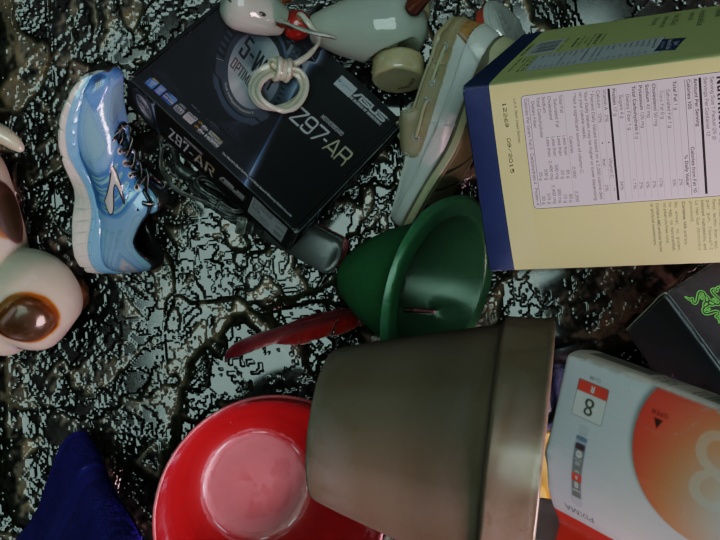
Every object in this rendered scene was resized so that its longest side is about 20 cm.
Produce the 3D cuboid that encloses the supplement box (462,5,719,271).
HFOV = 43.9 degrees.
[{"bbox_3d":[0.202,-0.103,0.653,0.197,0.200,0.136,-2,113,25],"label":"supplement box"}]

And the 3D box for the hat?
[{"bbox_3d":[0.000,0.000,0.821,0.174,0.199,0.168,18,119,36],"label":"hat"}]

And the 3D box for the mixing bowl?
[{"bbox_3d":[-0.086,0.204,0.792,0.197,0.108,0.204,0,90,-15],"label":"mixing bowl"}]

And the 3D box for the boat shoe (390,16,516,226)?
[{"bbox_3d":[0.070,-0.128,0.801,0.068,0.074,0.202,35,118,17],"label":"boat shoe"}]

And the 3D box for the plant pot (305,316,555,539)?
[{"bbox_3d":[0.055,0.127,0.680,0.171,0.200,0.204,7,90,12],"label":"plant pot"}]

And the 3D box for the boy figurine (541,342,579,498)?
[{"bbox_3d":[0.181,0.172,0.819,0.122,0.064,0.204,-11,87,-9],"label":"boy figurine"}]

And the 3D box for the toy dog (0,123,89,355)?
[{"bbox_3d":[-0.335,-0.015,0.804,0.193,0.140,0.201,-38,96,4],"label":"toy dog"}]

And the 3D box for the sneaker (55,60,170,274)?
[{"bbox_3d":[-0.208,-0.087,0.795,0.088,0.079,0.203,9,123,10],"label":"sneaker"}]

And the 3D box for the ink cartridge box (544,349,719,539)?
[{"bbox_3d":[0.190,0.173,0.598,0.050,0.161,0.203,8,98,-43],"label":"ink cartridge box"}]

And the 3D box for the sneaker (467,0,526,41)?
[{"bbox_3d":[0.139,-0.144,0.832,0.081,0.077,0.202,-21,97,33],"label":"sneaker"}]

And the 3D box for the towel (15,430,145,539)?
[{"bbox_3d":[-0.244,0.248,0.773,0.049,0.200,0.149,24,94,-33],"label":"towel"}]

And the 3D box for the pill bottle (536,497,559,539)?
[{"bbox_3d":[0.156,0.310,0.768,0.114,0.116,0.203,-8,113,1],"label":"pill bottle"}]

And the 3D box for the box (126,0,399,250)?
[{"bbox_3d":[-0.084,-0.143,0.807,0.200,0.044,0.160,43,64,2],"label":"box"}]

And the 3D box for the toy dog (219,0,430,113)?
[{"bbox_3d":[-0.015,-0.225,0.782,0.197,0.096,0.134,-13,74,-22],"label":"toy dog"}]

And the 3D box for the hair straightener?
[{"bbox_3d":[-0.103,-0.059,0.821,0.198,0.077,0.041,34,100,1],"label":"hair straightener"}]

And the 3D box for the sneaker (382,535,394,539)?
[{"bbox_3d":[0.042,0.291,0.822,0.077,0.087,0.202,14,111,-21],"label":"sneaker"}]

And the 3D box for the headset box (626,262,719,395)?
[{"bbox_3d":[0.316,0.058,0.634,0.198,0.093,0.175,-29,73,-11],"label":"headset box"}]
